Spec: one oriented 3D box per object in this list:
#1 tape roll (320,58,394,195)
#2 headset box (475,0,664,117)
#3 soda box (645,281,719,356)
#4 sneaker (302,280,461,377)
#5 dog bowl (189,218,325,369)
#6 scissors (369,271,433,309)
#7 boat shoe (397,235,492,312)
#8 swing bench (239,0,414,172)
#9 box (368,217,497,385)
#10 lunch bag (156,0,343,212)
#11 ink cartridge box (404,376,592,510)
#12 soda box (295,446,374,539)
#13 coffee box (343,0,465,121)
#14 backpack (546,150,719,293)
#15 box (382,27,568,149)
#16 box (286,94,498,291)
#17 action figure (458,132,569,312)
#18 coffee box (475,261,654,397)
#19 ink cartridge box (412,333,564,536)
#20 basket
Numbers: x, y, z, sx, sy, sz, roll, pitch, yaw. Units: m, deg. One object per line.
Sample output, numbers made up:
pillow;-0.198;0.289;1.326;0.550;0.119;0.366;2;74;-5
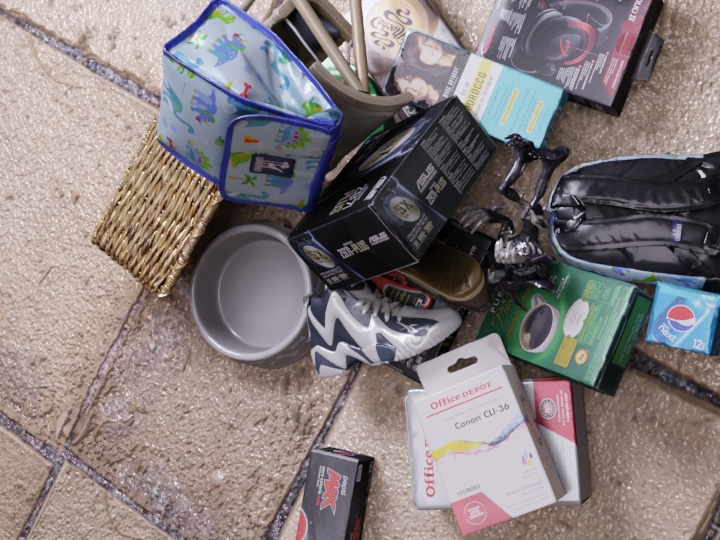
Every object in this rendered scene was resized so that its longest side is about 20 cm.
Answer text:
tape roll;-0.056;-0.175;1.511;0.200;0.048;0.201;-1;86;20
headset box;0.256;-0.280;1.387;0.199;0.075;0.149;22;95;20
soda box;0.355;0.055;1.262;0.068;0.200;0.064;12;91;20
sneaker;0.014;0.042;1.391;0.199;0.079;0.130;-17;98;34
dog bowl;-0.133;0.029;1.522;0.199;0.059;0.201;-1;87;20
scissors;0.000;0.000;1.447;0.199;0.014;0.073;13;93;20
boat shoe;0.080;-0.004;1.368;0.073;0.065;0.200;-40;39;-7
swing bench;-0.066;-0.232;1.377;0.199;0.129;0.201;-36;70;53
box;0.059;0.019;1.456;0.159;0.049;0.201;27;96;22
lunch bag;-0.117;-0.163;1.275;0.200;0.170;0.128;34;60;6
ink cartridge box;0.163;0.203;1.386;0.199;0.083;0.146;-6;85;20
soda box;-0.039;0.327;1.465;0.070;0.063;0.201;9;89;20
coffee box;0.074;-0.255;1.450;0.113;0.080;0.200;-35;76;13
backpack;0.310;-0.054;1.327;0.199;0.154;0.164;1;84;0
box;0.133;-0.206;1.358;0.199;0.049;0.083;24;96;15
box;0.036;-0.086;1.326;0.086;0.200;0.164;49;145;-17
action figure;0.167;-0.046;1.298;0.119;0.102;0.201;36;125;48
coffee box;0.229;0.056;1.334;0.200;0.044;0.123;18;83;53
ink cartridge box;0.136;0.181;1.317;0.116;0.067;0.201;-25;78;16
basket;-0.222;-0.074;1.513;0.149;0.143;0.200;35;102;24
